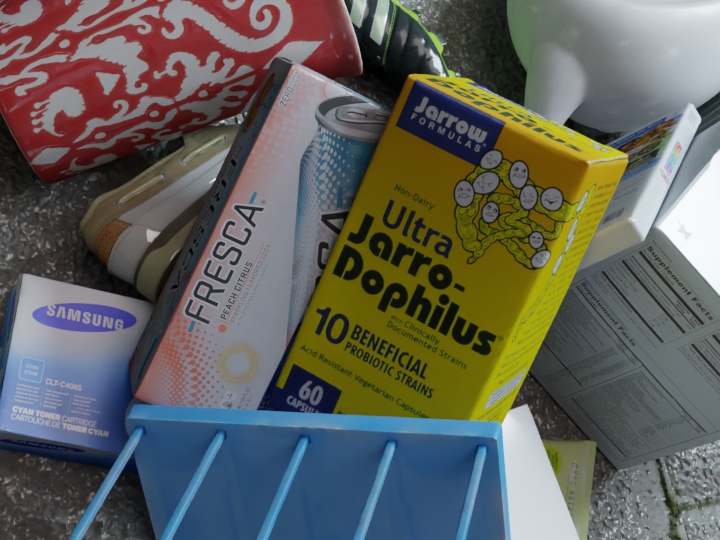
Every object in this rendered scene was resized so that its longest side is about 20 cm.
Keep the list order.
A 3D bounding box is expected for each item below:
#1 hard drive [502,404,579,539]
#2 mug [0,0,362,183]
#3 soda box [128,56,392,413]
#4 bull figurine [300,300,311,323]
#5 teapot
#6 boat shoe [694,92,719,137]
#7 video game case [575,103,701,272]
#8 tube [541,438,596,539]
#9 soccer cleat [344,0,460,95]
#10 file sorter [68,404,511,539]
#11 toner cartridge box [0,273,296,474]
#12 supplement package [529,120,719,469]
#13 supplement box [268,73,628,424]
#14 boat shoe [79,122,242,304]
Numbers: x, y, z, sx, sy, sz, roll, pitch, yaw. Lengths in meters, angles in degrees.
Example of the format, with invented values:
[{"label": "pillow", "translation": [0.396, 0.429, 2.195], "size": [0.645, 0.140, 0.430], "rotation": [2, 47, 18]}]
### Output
[{"label": "hard drive", "translation": [0.082, 0.194, 0.786], "size": [0.132, 0.027, 0.201], "rotation": [-15, 79, -31]}, {"label": "mug", "translation": [-0.120, -0.147, 0.791], "size": [0.199, 0.178, 0.134], "rotation": [-24, 118, -3]}, {"label": "soda box", "translation": [-0.057, -0.013, 0.720], "size": [0.068, 0.064, 0.201], "rotation": [24, 97, -17]}, {"label": "bull figurine", "translation": [0.000, 0.000, 0.847], "size": [0.200, 0.065, 0.122], "rotation": [30, 58, -27]}, {"label": "teapot", "translation": [0.199, -0.171, 0.975], "size": [0.199, 0.146, 0.198], "rotation": [0, 39, -3]}, {"label": "boat shoe", "translation": [0.280, -0.104, 0.984], "size": [0.065, 0.074, 0.202], "rotation": [53, 15, -8]}, {"label": "video game case", "translation": [0.141, -0.040, 0.853], "size": [0.018, 0.143, 0.200], "rotation": [56, 34, -11]}, {"label": "tube", "translation": [0.070, 0.132, 0.849], "size": [0.199, 0.058, 0.052], "rotation": [15, 28, -25]}, {"label": "soccer cleat", "translation": [-0.005, -0.174, 0.921], "size": [0.081, 0.068, 0.200], "rotation": [-35, 89, -14]}, {"label": "file sorter", "translation": [-0.032, 0.162, 0.658], "size": [0.199, 0.139, 0.123], "rotation": [1, 31, 16]}, {"label": "toner cartridge box", "translation": [-0.115, 0.073, 0.779], "size": [0.199, 0.043, 0.095], "rotation": [14, 65, -22]}, {"label": "supplement package", "translation": [0.222, 0.015, 0.879], "size": [0.151, 0.200, 0.152], "rotation": [48, 59, -4]}, {"label": "supplement box", "translation": [0.050, 0.005, 0.723], "size": [0.109, 0.201, 0.109], "rotation": [27, 15, 16]}, {"label": "boat shoe", "translation": [-0.092, -0.061, 0.819], "size": [0.068, 0.075, 0.200], "rotation": [33, 43, 11]}]
